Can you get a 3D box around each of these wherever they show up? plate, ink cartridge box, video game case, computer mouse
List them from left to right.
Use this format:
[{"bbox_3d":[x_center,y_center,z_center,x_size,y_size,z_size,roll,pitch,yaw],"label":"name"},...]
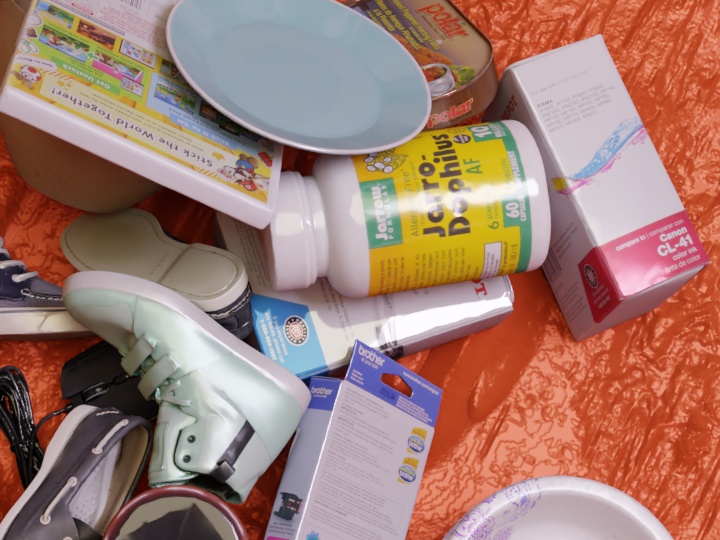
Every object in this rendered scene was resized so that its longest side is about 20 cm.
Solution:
[{"bbox_3d":[-0.179,0.114,1.399,0.199,0.046,0.141,-16,77,-9],"label":"computer mouse"},{"bbox_3d":[-0.144,-0.130,1.272,0.199,0.023,0.183,25,37,-17],"label":"video game case"},{"bbox_3d":[-0.046,-0.140,1.305,0.199,0.026,0.201,15,38,-12],"label":"plate"},{"bbox_3d":[-0.007,0.164,1.374,0.119,0.042,0.201,31,71,-44],"label":"ink cartridge box"},{"bbox_3d":[0.000,0.000,1.425,0.199,0.086,0.147,-17,78,-11],"label":"ink cartridge box"},{"bbox_3d":[0.178,-0.062,1.427,0.085,0.148,0.201,-20,79,-11],"label":"ink cartridge box"}]

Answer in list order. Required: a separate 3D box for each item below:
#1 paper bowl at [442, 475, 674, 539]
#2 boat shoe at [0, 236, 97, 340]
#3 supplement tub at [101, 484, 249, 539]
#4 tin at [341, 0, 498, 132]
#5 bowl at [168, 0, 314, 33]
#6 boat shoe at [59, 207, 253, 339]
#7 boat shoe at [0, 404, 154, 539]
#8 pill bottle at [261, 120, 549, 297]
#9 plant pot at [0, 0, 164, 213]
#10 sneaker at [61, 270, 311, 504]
[{"bbox_3d":[0.144,0.259,1.365,0.199,0.104,0.202,1,75,-5],"label":"paper bowl"},{"bbox_3d":[-0.278,0.006,1.401,0.199,0.075,0.093,0,83,-5],"label":"boat shoe"},{"bbox_3d":[-0.131,0.214,1.299,0.106,0.200,0.108,1,78,-5],"label":"supplement tub"},{"bbox_3d":[0.038,-0.168,1.436,0.112,0.042,0.200,-25,35,-5],"label":"tin"},{"bbox_3d":[-0.119,-0.258,1.431,0.199,0.075,0.201,24,60,-1],"label":"bowl"},{"bbox_3d":[-0.152,0.006,1.396,0.199,0.066,0.075,15,53,38],"label":"boat shoe"},{"bbox_3d":[-0.208,0.185,1.303,0.060,0.074,0.201,2,49,29],"label":"boat shoe"},{"bbox_3d":[0.029,-0.042,1.329,0.199,0.113,0.113,-8,77,-8],"label":"pill bottle"},{"bbox_3d":[-0.201,-0.125,1.400,0.200,0.200,0.135,26,109,1],"label":"plant pot"},{"bbox_3d":[-0.144,0.087,1.307,0.200,0.074,0.119,30,60,-3],"label":"sneaker"}]
